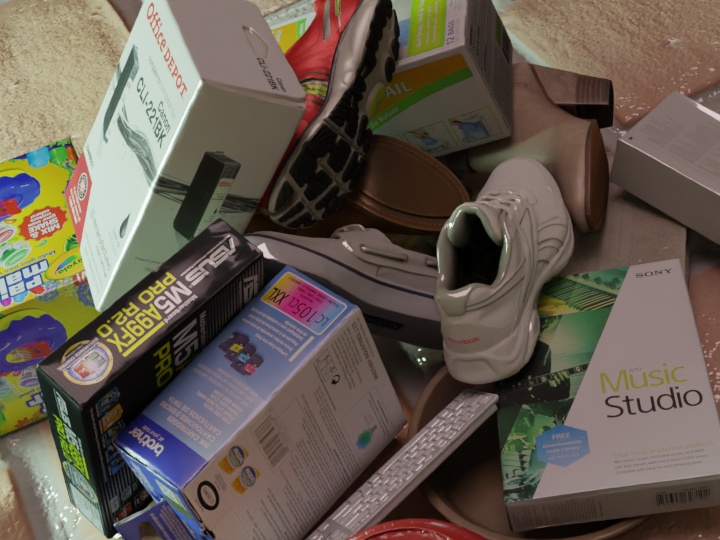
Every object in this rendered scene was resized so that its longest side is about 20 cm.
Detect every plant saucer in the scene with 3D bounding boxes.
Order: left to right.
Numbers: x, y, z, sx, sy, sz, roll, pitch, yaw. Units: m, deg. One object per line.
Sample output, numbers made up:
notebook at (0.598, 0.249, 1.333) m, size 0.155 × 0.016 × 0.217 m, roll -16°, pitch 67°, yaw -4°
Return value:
plant saucer at (0.132, 0.116, 0.917) m, size 0.199 × 0.030 × 0.201 m, roll -8°, pitch 41°, yaw 7°

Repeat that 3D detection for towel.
towel at (0.193, -0.023, 1.050) m, size 0.132 × 0.035 × 0.201 m, roll -2°, pitch 44°, yaw 17°

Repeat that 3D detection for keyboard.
keyboard at (0.011, 0.148, 0.881) m, size 0.200 × 0.011 × 0.056 m, roll -41°, pitch 17°, yaw -15°

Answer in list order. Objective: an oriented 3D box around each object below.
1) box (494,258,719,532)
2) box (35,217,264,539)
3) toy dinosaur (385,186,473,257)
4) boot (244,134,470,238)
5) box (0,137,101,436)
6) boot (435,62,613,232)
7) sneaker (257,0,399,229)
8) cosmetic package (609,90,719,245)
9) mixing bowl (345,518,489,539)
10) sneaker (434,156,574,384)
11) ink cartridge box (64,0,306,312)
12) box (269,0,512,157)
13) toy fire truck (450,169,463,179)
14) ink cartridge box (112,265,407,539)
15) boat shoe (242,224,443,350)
box at (0.163, 0.079, 0.899) m, size 0.143 × 0.036 × 0.201 m, roll -9°, pitch 40°, yaw 9°
box at (-0.135, 0.079, 0.907) m, size 0.044 × 0.201 × 0.160 m, roll 38°, pitch 60°, yaw 20°
toy dinosaur at (0.064, -0.019, 1.065) m, size 0.101 × 0.058 × 0.200 m, roll 17°, pitch 50°, yaw 33°
boot at (-0.022, -0.041, 1.057) m, size 0.199 × 0.155 × 0.074 m, roll 14°, pitch 59°, yaw -3°
box at (-0.292, 0.021, 1.079) m, size 0.199 × 0.122 × 0.193 m, roll -23°, pitch 43°, yaw -9°
boot at (0.128, -0.098, 1.079) m, size 0.145 × 0.071 × 0.201 m, roll -2°, pitch 39°, yaw 18°
sneaker at (-0.035, -0.118, 0.976) m, size 0.084 × 0.077 × 0.201 m, roll 9°, pitch 63°, yaw 28°
cosmetic package at (0.296, -0.056, 1.009) m, size 0.200 × 0.051 × 0.082 m, roll 35°, pitch 53°, yaw 26°
mixing bowl at (0.031, 0.221, 0.771) m, size 0.199 × 0.109 × 0.201 m, roll -9°, pitch 42°, yaw 8°
sneaker at (0.098, -0.023, 0.930) m, size 0.077 × 0.100 × 0.201 m, roll -5°, pitch 43°, yaw 23°
ink cartridge box at (-0.131, -0.084, 0.949) m, size 0.083 × 0.201 × 0.145 m, roll 11°, pitch 34°, yaw -32°
box at (0.015, -0.154, 1.083) m, size 0.199 × 0.102 × 0.113 m, roll -14°, pitch 46°, yaw 23°
toy fire truck at (-0.011, -0.077, 1.158) m, size 0.199 × 0.049 × 0.142 m, roll 2°, pitch 45°, yaw 16°
ink cartridge box at (-0.072, 0.117, 0.883) m, size 0.076 × 0.137 × 0.200 m, roll 26°, pitch 62°, yaw 37°
boat shoe at (0.000, 0.000, 0.957) m, size 0.199 × 0.072 × 0.066 m, roll 16°, pitch 63°, yaw -19°
